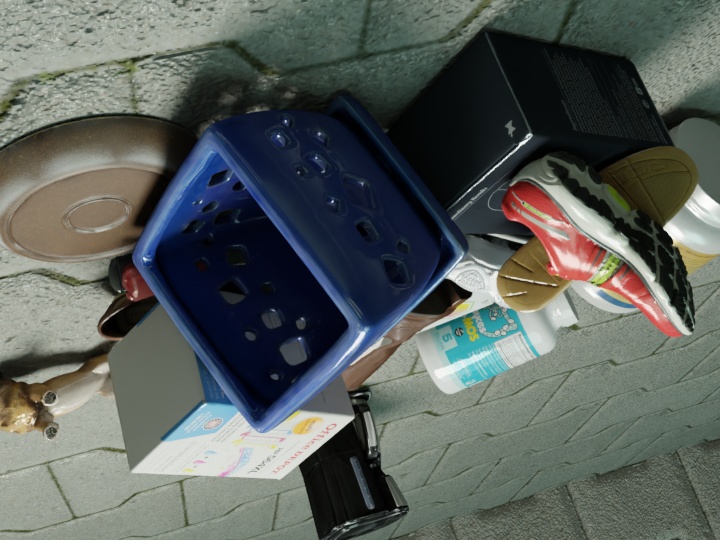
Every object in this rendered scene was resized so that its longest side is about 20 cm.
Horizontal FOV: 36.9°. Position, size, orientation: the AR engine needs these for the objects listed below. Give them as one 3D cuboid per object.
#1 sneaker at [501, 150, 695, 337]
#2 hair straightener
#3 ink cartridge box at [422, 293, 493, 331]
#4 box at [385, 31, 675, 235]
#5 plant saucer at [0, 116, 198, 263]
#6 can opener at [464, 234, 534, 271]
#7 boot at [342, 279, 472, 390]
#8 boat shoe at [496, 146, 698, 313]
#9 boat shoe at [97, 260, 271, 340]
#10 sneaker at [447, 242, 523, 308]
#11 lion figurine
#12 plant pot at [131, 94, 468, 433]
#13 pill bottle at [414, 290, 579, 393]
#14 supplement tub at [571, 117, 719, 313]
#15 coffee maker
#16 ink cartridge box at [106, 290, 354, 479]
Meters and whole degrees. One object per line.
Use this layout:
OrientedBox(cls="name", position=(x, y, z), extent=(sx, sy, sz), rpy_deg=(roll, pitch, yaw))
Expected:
OrientedBox(cls="sneaker", position=(0.198, -0.014, 0.894), extent=(0.085, 0.200, 0.077), rpy_deg=(-37, -164, 38))
OrientedBox(cls="hair straightener", position=(-0.143, -0.023, 1.008), extent=(0.200, 0.041, 0.077), rpy_deg=(-23, -157, -29))
OrientedBox(cls="ink cartridge box", position=(0.099, 0.016, 1.268), extent=(0.199, 0.059, 0.104), rpy_deg=(-22, 158, 5))
OrientedBox(cls="box", position=(0.151, -0.113, 0.958), extent=(0.200, 0.107, 0.148), rpy_deg=(0, 151, -40))
OrientedBox(cls="plant saucer", position=(-0.219, -0.057, 0.890), extent=(0.200, 0.032, 0.200), rpy_deg=(-16, 158, -7))
OrientedBox(cls="can opener", position=(0.078, -0.041, 1.025), extent=(0.199, 0.053, 0.067), rpy_deg=(13, 111, -15))
OrientedBox(cls="boot", position=(0.007, 0.072, 1.154), extent=(0.200, 0.064, 0.186), rpy_deg=(-37, 160, 26))
OrientedBox(cls="boat shoe", position=(0.205, -0.041, 0.953), extent=(0.200, 0.071, 0.069), rpy_deg=(-37, 179, 18))
OrientedBox(cls="boat shoe", position=(-0.160, 0.031, 1.036), extent=(0.199, 0.072, 0.072), rpy_deg=(-11, -171, 14))
OrientedBox(cls="sneaker", position=(0.106, -0.041, 1.128), extent=(0.200, 0.114, 0.076), rpy_deg=(28, 120, -15))
OrientedBox(cls="lion figurine", position=(-0.317, 0.129, 1.175), extent=(0.200, 0.073, 0.122), rpy_deg=(-12, -169, -34))
OrientedBox(cls="plant pot", position=(-0.041, -0.016, 0.889), extent=(0.180, 0.200, 0.200), rpy_deg=(-29, 167, -42))
OrientedBox(cls="pill bottle", position=(0.178, 0.075, 1.401), extent=(0.200, 0.111, 0.111), rpy_deg=(-26, 157, 13))
OrientedBox(cls="supplement tub", position=(0.320, -0.058, 1.170), extent=(0.144, 0.145, 0.200), rpy_deg=(-2, 152, -36))
OrientedBox(cls="coffee maker", position=(-0.045, 0.302, 1.620), extent=(0.191, 0.201, 0.135), rpy_deg=(-17, 157, -6))
OrientedBox(cls="ink cartridge box", position=(-0.111, 0.110, 1.014), extent=(0.200, 0.126, 0.129), rpy_deg=(13, 136, -42))
